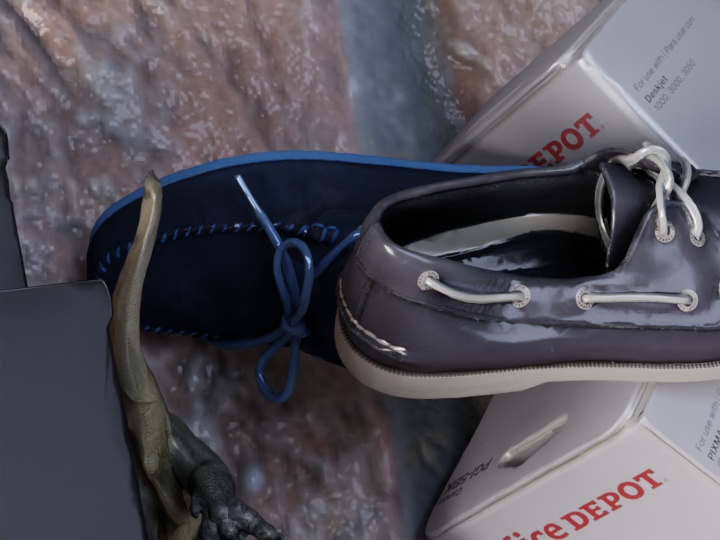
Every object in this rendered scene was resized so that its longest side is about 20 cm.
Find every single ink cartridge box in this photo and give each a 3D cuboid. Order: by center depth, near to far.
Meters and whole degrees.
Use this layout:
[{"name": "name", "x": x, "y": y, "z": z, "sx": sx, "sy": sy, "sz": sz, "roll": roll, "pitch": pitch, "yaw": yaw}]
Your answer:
[{"name": "ink cartridge box", "x": 0.146, "y": 0.106, "z": 0.769, "sx": 0.199, "sy": 0.147, "sz": 0.083, "roll": 38, "pitch": 53, "yaw": -11}, {"name": "ink cartridge box", "x": 0.132, "y": -0.006, "z": 0.811, "sx": 0.200, "sy": 0.144, "sz": 0.085, "roll": 44, "pitch": 55, "yaw": -6}]

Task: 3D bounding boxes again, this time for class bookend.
[{"name": "bookend", "x": -0.121, "y": 0.033, "z": 0.608, "sx": 0.091, "sy": 0.199, "sz": 0.202, "roll": -6, "pitch": 71, "yaw": -22}]

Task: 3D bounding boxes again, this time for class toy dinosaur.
[{"name": "toy dinosaur", "x": -0.058, "y": 0.072, "z": 0.643, "sx": 0.047, "sy": 0.201, "sz": 0.089, "roll": -12, "pitch": 49, "yaw": -13}]

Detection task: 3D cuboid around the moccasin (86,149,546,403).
[{"name": "moccasin", "x": 0.000, "y": 0.000, "z": 0.732, "sx": 0.198, "sy": 0.081, "sz": 0.069, "roll": -6, "pitch": 47, "yaw": 2}]

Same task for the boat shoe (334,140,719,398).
[{"name": "boat shoe", "x": 0.089, "y": -0.007, "z": 0.676, "sx": 0.198, "sy": 0.063, "sz": 0.073, "roll": -9, "pitch": 47, "yaw": -12}]
